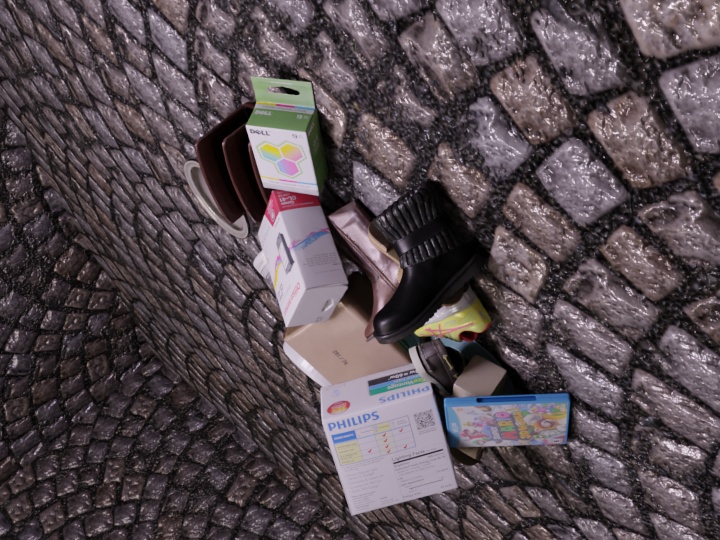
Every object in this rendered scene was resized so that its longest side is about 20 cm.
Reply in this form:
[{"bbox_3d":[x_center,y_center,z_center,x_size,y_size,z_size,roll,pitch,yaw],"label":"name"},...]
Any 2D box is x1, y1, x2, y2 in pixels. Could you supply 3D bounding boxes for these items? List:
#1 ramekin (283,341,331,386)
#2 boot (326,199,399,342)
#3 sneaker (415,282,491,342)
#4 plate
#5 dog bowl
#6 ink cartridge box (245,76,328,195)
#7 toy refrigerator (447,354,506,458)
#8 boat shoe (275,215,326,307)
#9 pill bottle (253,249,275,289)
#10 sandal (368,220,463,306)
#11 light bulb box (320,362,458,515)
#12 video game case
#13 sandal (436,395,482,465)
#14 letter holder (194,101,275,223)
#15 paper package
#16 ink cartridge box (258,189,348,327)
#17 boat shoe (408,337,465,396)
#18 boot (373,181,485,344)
[{"bbox_3d":[-0.072,0.182,1.821,0.200,0.098,0.200,39,-178,-1],"label":"ramekin"},{"bbox_3d":[0.000,0.000,1.461,0.200,0.064,0.187,41,114,9],"label":"boot"},{"bbox_3d":[0.149,0.088,1.400,0.090,0.078,0.200,45,158,-4],"label":"sneaker"},{"bbox_3d":[0.197,0.184,1.532,0.200,0.026,0.200,38,156,21],"label":"plate"},{"bbox_3d":[-0.277,-0.168,1.763,0.200,0.074,0.200,39,155,22],"label":"dog bowl"},{"bbox_3d":[-0.120,-0.215,1.369,0.103,0.059,0.200,9,145,14],"label":"ink cartridge box"},{"bbox_3d":[0.204,0.243,1.477,0.070,0.076,0.200,27,145,21],"label":"toy refrigerator"},{"bbox_3d":[-0.107,-0.013,1.598,0.075,0.060,0.201,30,115,30],"label":"boat shoe"},{"bbox_3d":[-0.113,0.022,1.717,0.200,0.113,0.113,47,158,6],"label":"pill bottle"},{"bbox_3d":[0.090,0.000,1.365,0.212,0.077,0.070,45,155,30],"label":"sandal"},{"bbox_3d":[0.049,0.290,1.471,0.125,0.197,0.201,-102,-3,-69],"label":"light bulb box"},{"bbox_3d":[0.243,0.251,1.397,0.199,0.018,0.143,-3,140,8],"label":"video game case"},{"bbox_3d":[0.173,0.325,1.761,0.200,0.082,0.055,41,179,1],"label":"sandal"},{"bbox_3d":[-0.195,-0.172,1.516,0.100,0.142,0.200,31,151,36],"label":"letter holder"},{"bbox_3d":[-0.009,0.128,1.590,0.200,0.104,0.190,44,130,-11],"label":"paper package"},{"bbox_3d":[-0.104,-0.024,1.470,0.148,0.085,0.201,120,137,-55],"label":"ink cartridge box"},{"bbox_3d":[0.147,0.163,1.432,0.201,0.060,0.072,36,-152,-61],"label":"boat shoe"},{"bbox_3d":[0.063,-0.011,1.237,0.158,0.211,0.079,49,173,-15],"label":"boot"}]
